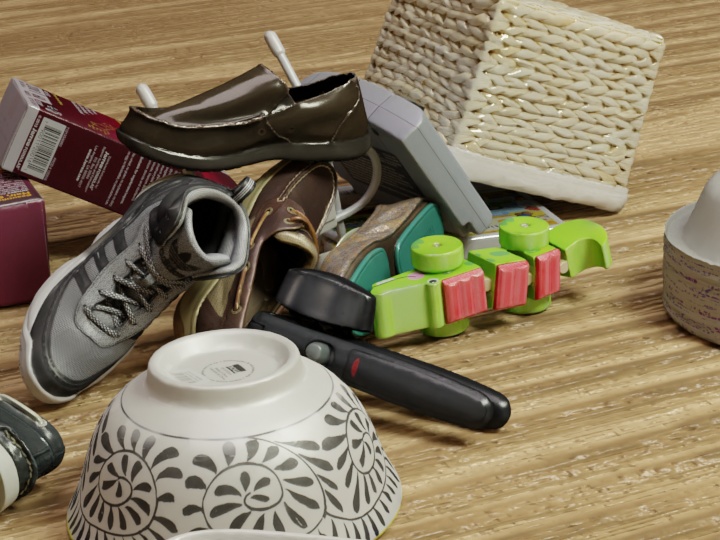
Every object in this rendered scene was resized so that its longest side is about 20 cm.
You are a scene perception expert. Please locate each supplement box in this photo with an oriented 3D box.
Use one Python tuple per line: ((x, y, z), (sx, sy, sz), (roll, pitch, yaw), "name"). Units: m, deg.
((-0.209, -0.090, 1.383), (0.199, 0.061, 0.109), (22, 10, -25), "supplement box")
((-0.329, -0.038, 1.345), (0.110, 0.086, 0.200), (-9, 21, -19), "supplement box")

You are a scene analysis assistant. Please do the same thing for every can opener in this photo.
((0.007, 0.061, 1.065), (0.199, 0.079, 0.063), (25, 17, 36), "can opener")

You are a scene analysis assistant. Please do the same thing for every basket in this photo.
((0.127, -0.164, 1.438), (0.199, 0.162, 0.198), (8, 14, -29), "basket")

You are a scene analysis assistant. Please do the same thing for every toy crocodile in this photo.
((0.095, 0.007, 1.190), (0.199, 0.068, 0.062), (-14, 24, -28), "toy crocodile")

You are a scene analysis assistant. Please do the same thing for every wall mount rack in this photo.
((-0.086, -0.078, 1.264), (0.199, 0.175, 0.074), (-27, 34, -24), "wall mount rack")

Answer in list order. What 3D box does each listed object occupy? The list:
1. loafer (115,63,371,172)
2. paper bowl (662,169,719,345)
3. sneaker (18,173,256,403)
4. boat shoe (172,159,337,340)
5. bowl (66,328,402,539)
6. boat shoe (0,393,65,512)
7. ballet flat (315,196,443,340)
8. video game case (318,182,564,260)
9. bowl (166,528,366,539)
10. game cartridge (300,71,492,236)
((-0.084, -0.118, 1.192), (0.199, 0.072, 0.073), (-6, 22, -30), "loafer")
((0.320, -0.020, 1.181), (0.199, 0.105, 0.201), (-4, 21, 1), "paper bowl")
((-0.147, 0.005, 1.100), (0.200, 0.076, 0.114), (-53, 22, -25), "sneaker")
((-0.058, -0.011, 1.180), (0.072, 0.072, 0.200), (0, 40, 37), "boat shoe")
((-0.076, 0.093, 0.946), (0.199, 0.095, 0.201), (-3, 19, 1), "bowl")
((-0.271, 0.094, 1.009), (0.199, 0.076, 0.060), (23, 31, 27), "boat shoe")
((0.000, 0.000, 1.224), (0.067, 0.068, 0.200), (2, 21, 24), "ballet flat")
((0.054, -0.044, 1.401), (0.199, 0.023, 0.182), (-7, 21, -14), "video game case")
((-0.030, 0.192, 0.698), (0.199, 0.075, 0.200), (4, 22, 17), "bowl")
((0.017, -0.101, 1.339), (0.042, 0.133, 0.200), (-41, 32, -14), "game cartridge")
